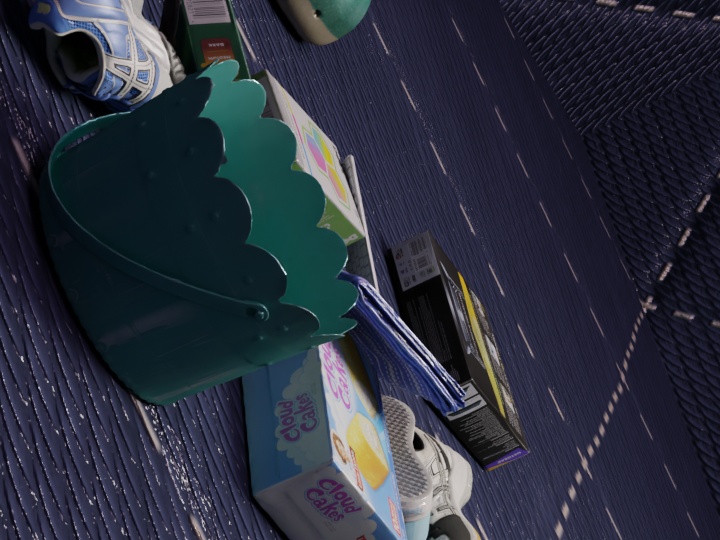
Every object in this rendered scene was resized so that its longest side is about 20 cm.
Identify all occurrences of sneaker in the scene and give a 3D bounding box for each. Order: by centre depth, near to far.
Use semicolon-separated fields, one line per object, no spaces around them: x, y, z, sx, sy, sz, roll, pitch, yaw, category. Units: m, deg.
-0.179;-0.147;1.436;0.077;0.075;0.200;-61;149;-25;sneaker
0.010;0.165;1.613;0.200;0.073;0.083;-104;-160;-67;sneaker
0.043;0.197;1.671;0.088;0.076;0.200;42;18;-21;sneaker

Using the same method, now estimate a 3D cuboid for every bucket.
-0.104;-0.021;1.315;0.208;0.134;0.208;59;13;-23;bucket

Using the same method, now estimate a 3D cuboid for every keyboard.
0.000;0.000;1.828;0.056;0.011;0.201;128;-46;-64;keyboard

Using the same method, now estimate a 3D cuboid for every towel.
-0.008;0.043;1.598;0.145;0.024;0.200;50;-14;-25;towel

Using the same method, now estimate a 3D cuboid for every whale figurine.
-0.044;-0.333;2.205;0.159;0.103;0.201;55;16;-35;whale figurine

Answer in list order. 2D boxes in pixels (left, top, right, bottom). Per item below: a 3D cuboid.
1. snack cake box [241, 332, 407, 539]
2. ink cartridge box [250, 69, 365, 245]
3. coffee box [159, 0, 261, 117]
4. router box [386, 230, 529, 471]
-0.030;0.116;1.504;0.115;0.067;0.201;56;15;-37;snack cake box
-0.051;-0.077;1.799;0.200;0.059;0.104;47;21;-54;ink cartridge box
-0.113;-0.116;1.534;0.123;0.044;0.201;109;-29;-52;coffee box
0.100;0.082;2.111;0.157;0.052;0.201;51;18;-47;router box
